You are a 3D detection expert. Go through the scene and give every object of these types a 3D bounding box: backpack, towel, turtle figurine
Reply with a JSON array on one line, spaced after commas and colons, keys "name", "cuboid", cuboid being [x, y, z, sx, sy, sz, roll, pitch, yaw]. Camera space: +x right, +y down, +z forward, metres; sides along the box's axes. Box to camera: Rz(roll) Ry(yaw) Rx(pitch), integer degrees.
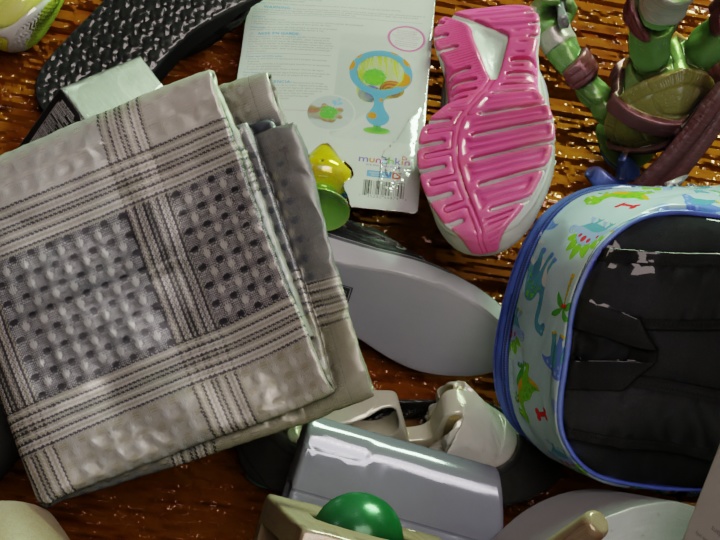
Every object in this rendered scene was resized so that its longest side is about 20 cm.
[{"name": "backpack", "cuboid": [0.175, 0.036, 1.390, 0.199, 0.147, 0.184, 4, 102, -27]}, {"name": "towel", "cuboid": [-0.109, 0.006, 1.285, 0.199, 0.035, 0.194, -19, 80, 3]}, {"name": "turtle figurine", "cuboid": [0.183, -0.160, 1.461, 0.143, 0.194, 0.201, 31, 64, 0]}]

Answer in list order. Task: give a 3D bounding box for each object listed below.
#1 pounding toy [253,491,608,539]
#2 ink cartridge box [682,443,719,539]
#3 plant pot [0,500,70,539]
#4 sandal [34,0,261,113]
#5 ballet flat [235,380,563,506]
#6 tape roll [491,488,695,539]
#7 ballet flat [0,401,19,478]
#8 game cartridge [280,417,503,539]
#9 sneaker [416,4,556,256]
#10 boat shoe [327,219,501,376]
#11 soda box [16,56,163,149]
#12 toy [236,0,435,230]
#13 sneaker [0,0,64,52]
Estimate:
[{"name": "pounding toy", "cuboid": [0.015, 0.194, 1.233, 0.141, 0.184, 0.201, 15, 89, -9]}, {"name": "ink cartridge box", "cuboid": [0.230, 0.199, 1.272, 0.146, 0.083, 0.201, 10, 106, -33]}, {"name": "plant pot", "cuboid": [-0.184, 0.228, 1.251, 0.186, 0.188, 0.201, -7, 61, -17]}, {"name": "sandal", "cuboid": [-0.115, -0.155, 1.463, 0.200, 0.048, 0.075, -42, 76, -9]}, {"name": "ballet flat", "cuboid": [0.029, 0.099, 1.392, 0.199, 0.069, 0.068, 1, 50, -15]}, {"name": "tape roll", "cuboid": [0.142, 0.224, 1.342, 0.199, 0.066, 0.202, -1, 93, -32]}, {"name": "ballet flat", "cuboid": [-0.185, 0.038, 1.356, 0.068, 0.068, 0.201, 11, 69, -17]}, {"name": "game cartridge", "cuboid": [0.005, 0.193, 1.342, 0.132, 0.040, 0.201, 16, 89, -12]}, {"name": "sneaker", "cuboid": [0.082, -0.069, 1.425, 0.081, 0.089, 0.201, -4, 39, 12]}, {"name": "boat shoe", "cuboid": [0.000, 0.000, 1.426, 0.199, 0.069, 0.057, 21, 40, -8]}, {"name": "soda box", "cuboid": [-0.100, -0.018, 1.350, 0.071, 0.063, 0.200, -28, 76, -45]}, {"name": "toy", "cuboid": [-0.018, -0.099, 1.450, 0.114, 0.047, 0.201, 5, 45, 1]}, {"name": "sneaker", "cuboid": [-0.194, -0.233, 1.449, 0.105, 0.076, 0.201, 30, 68, -2]}]
